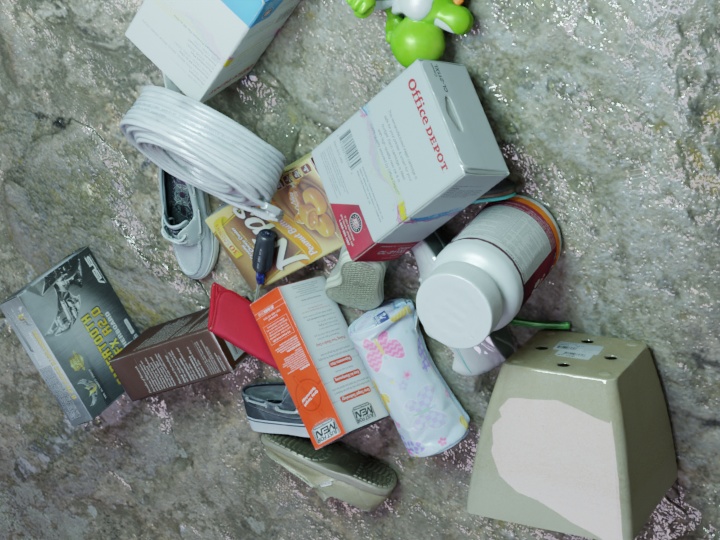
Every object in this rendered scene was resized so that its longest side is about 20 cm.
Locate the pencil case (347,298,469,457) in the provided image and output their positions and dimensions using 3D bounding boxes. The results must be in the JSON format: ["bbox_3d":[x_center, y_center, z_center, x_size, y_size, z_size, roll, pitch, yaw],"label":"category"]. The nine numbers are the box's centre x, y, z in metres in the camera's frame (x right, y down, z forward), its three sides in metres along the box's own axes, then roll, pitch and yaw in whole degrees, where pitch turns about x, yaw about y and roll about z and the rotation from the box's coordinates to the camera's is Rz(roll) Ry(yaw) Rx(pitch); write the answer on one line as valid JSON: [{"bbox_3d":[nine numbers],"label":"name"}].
[{"bbox_3d":[0.062,0.135,1.801,0.201,0.090,0.083,64,169,-12],"label":"pencil case"}]

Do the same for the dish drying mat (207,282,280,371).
[{"bbox_3d":[-0.112,0.088,1.821,0.018,0.077,0.199,-31,131,33],"label":"dish drying mat"}]

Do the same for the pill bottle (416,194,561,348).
[{"bbox_3d":[0.143,0.001,1.603,0.109,0.200,0.110,14,122,23],"label":"pill bottle"}]

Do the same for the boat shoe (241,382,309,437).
[{"bbox_3d":[-0.077,0.175,1.917,0.199,0.072,0.068,-2,116,39],"label":"boat shoe"}]

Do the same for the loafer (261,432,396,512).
[{"bbox_3d":[-0.049,0.272,1.946,0.199,0.076,0.069,24,120,17],"label":"loafer"}]

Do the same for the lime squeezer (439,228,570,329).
[{"bbox_3d":[0.155,0.033,1.728,0.199,0.038,0.071,36,97,9],"label":"lime squeezer"}]

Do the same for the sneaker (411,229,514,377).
[{"bbox_3d":[0.098,0.035,1.689,0.080,0.070,0.201,-34,81,29],"label":"sneaker"}]

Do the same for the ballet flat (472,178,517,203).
[{"bbox_3d":[0.087,-0.100,1.669,0.199,0.068,0.069,-11,96,34],"label":"ballet flat"}]

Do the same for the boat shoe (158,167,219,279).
[{"bbox_3d":[-0.233,-0.072,1.865,0.070,0.072,0.202,13,121,24],"label":"boat shoe"}]

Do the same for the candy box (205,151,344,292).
[{"bbox_3d":[-0.089,-0.064,1.795,0.199,0.055,0.116,-27,101,37],"label":"candy box"}]

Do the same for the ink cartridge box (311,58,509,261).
[{"bbox_3d":[0.053,-0.120,1.604,0.200,0.082,0.147,-36,66,40],"label":"ink cartridge box"}]

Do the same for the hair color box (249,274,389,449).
[{"bbox_3d":[-0.051,0.114,1.809,0.061,0.101,0.201,-32,79,35],"label":"hair color box"}]

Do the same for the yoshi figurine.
[{"bbox_3d":[0.023,-0.288,1.582,0.199,0.113,0.112,27,140,12],"label":"yoshi figurine"}]

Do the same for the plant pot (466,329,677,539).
[{"bbox_3d":[0.247,0.177,1.654,0.198,0.200,0.179,7,109,27],"label":"plant pot"}]

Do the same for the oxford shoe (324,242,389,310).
[{"bbox_3d":[0.000,0.000,1.750,0.075,0.058,0.200,15,159,-2],"label":"oxford shoe"}]

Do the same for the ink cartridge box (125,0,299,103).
[{"bbox_3d":[-0.168,-0.302,1.664,0.125,0.129,0.200,44,129,2],"label":"ink cartridge box"}]

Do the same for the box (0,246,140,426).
[{"bbox_3d":[-0.390,0.090,1.992,0.048,0.158,0.201,-21,104,36],"label":"box"}]

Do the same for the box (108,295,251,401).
[{"bbox_3d":[-0.234,0.108,1.948,0.199,0.100,0.075,-16,107,36],"label":"box"}]

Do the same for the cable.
[{"bbox_3d":[-0.184,-0.144,1.686,0.199,0.070,0.200,23,169,29],"label":"cable"}]

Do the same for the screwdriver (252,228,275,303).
[{"bbox_3d":[-0.127,0.027,1.827,0.029,0.028,0.201,2,132,-5],"label":"screwdriver"}]
